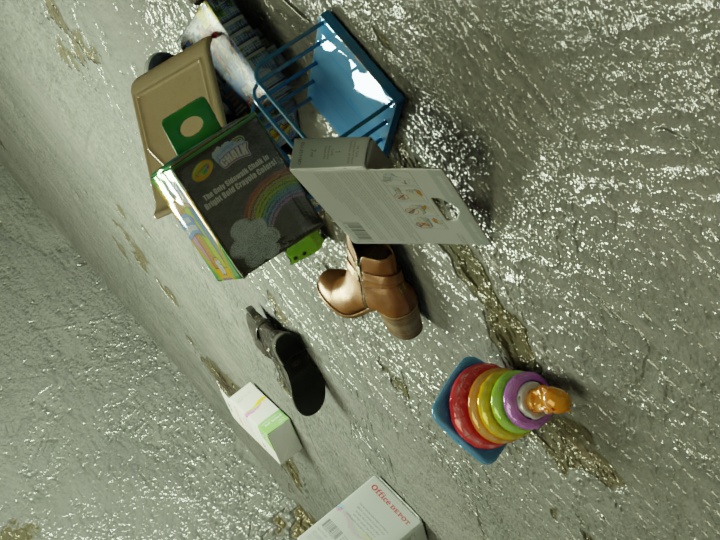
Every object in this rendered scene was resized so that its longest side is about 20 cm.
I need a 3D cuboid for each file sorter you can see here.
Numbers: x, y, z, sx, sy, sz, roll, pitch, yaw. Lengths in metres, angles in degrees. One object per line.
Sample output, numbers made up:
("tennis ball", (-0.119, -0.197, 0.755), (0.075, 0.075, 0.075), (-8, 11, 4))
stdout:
("file sorter", (-0.050, -0.174, 1.593), (0.139, 0.123, 0.200), (51, 163, 12))

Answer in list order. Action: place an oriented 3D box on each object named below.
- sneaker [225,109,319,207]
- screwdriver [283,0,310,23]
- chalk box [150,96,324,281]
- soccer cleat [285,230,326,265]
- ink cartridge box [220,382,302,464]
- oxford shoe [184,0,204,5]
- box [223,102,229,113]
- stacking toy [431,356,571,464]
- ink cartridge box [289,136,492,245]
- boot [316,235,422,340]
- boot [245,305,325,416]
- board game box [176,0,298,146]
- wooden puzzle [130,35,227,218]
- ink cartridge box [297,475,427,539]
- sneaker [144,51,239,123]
("sneaker", (-0.116, -0.157, 1.884), (0.200, 0.060, 0.104), (46, 175, 3))
("screwdriver", (-0.116, -0.344, 1.609), (0.200, 0.028, 0.029), (45, -169, 25))
("chalk box", (-0.158, -0.102, 1.599), (0.200, 0.124, 0.124), (58, 162, -9))
("soccer cleat", (-0.132, -0.073, 2.063), (0.200, 0.081, 0.068), (35, 155, 46))
("ink cartridge box", (-0.226, 0.334, 3.091), (0.200, 0.067, 0.117), (37, 157, 41))
("oxford shoe", (-0.208, -0.378, 1.739), (0.084, 0.073, 0.200), (46, 172, -34))
("box", (-0.207, -0.161, 2.024), (0.200, 0.048, 0.193), (57, 138, 6))
("stacking toy", (0.190, 0.160, 1.656), (0.116, 0.110, 0.200), (43, 154, -14))
("ink cartridge box", (0.039, -0.085, 1.502), (0.173, 0.044, 0.200), (0, 158, 22))
("boot", (0.000, 0.000, 1.879), (0.200, 0.074, 0.155), (22, 147, 39))
("boot", (-0.147, 0.168, 2.597), (0.174, 0.069, 0.200), (26, 140, 61))
("board game box", (-0.144, -0.256, 1.786), (0.200, 0.062, 0.200), (55, 163, -6))
("wooden puzzle", (-0.226, -0.182, 1.772), (0.185, 0.037, 0.200), (-18, 79, 48))
("ink cartridge box", (0.006, 0.510, 2.600), (0.145, 0.200, 0.088), (42, 162, 33))
("sneaker", (-0.210, -0.211, 1.826), (0.146, 0.077, 0.202), (-11, 106, 63))
